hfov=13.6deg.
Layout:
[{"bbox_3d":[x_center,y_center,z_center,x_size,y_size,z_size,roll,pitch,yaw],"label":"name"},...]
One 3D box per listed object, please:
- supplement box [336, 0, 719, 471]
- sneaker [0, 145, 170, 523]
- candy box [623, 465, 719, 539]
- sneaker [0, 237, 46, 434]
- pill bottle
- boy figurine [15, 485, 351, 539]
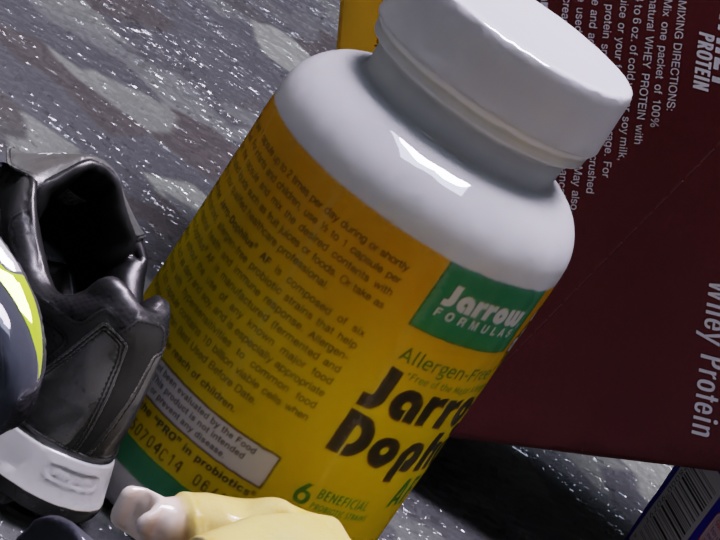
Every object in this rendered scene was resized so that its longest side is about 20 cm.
[{"bbox_3d":[0.093,-0.041,1.168,0.199,0.198,0.133,6,15,6],"label":"supplement box"},{"bbox_3d":[-0.114,-0.010,0.988,0.066,0.091,0.200,21,21,-40],"label":"sneaker"},{"bbox_3d":[0.218,0.162,1.177,0.199,0.077,0.169,29,16,-24],"label":"candy box"},{"bbox_3d":[-0.186,-0.006,0.902,0.199,0.074,0.081,31,25,7],"label":"sneaker"},{"bbox_3d":[0.000,0.000,0.987,0.112,0.200,0.113,31,17,-10],"label":"pill bottle"},{"bbox_3d":[-0.026,0.108,0.883,0.124,0.065,0.200,44,18,30],"label":"boy figurine"}]
